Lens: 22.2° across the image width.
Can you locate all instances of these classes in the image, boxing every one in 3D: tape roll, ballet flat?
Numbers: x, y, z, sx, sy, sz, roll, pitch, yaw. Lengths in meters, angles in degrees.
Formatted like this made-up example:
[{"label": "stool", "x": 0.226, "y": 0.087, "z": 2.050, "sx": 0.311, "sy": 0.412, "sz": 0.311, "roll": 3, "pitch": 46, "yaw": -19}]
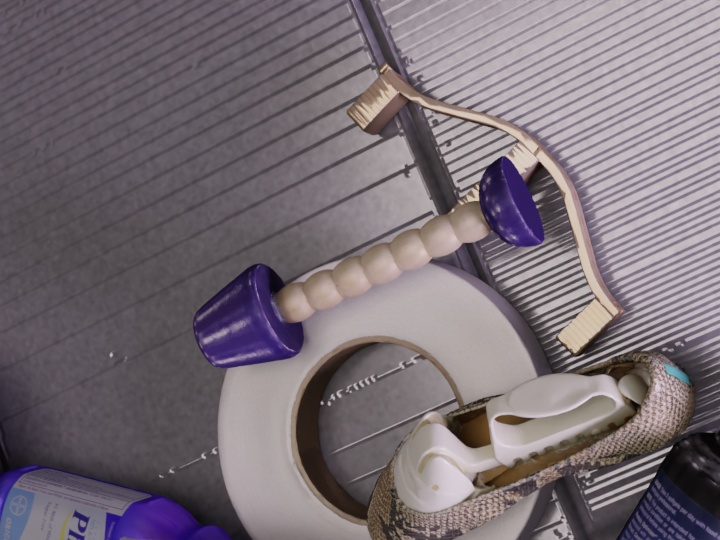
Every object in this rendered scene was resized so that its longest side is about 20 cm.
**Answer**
[{"label": "tape roll", "x": 0.015, "y": 0.092, "z": 1.044, "sx": 0.202, "sy": 0.037, "sz": 0.204, "roll": 0, "pitch": 90, "yaw": 20}, {"label": "ballet flat", "x": 0.076, "y": 0.088, "z": 0.961, "sx": 0.199, "sy": 0.075, "sz": 0.068, "roll": -25, "pitch": 59, "yaw": 19}]

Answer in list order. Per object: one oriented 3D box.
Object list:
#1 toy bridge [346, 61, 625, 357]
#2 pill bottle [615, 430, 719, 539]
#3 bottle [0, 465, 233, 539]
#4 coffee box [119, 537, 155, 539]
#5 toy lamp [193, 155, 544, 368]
[{"label": "toy bridge", "x": 0.077, "y": -0.046, "z": 1.028, "sx": 0.067, "sy": 0.027, "sz": 0.200, "roll": -45, "pitch": 75, "yaw": 12}, {"label": "pill bottle", "x": 0.186, "y": 0.155, "z": 0.940, "sx": 0.112, "sy": 0.112, "sz": 0.201, "roll": 32, "pitch": 101, "yaw": 18}, {"label": "bottle", "x": -0.134, "y": 0.171, "z": 1.069, "sx": 0.199, "sy": 0.065, "sz": 0.084, "roll": 11, "pitch": 99, "yaw": 28}, {"label": "coffee box", "x": -0.032, "y": 0.268, "z": 0.922, "sx": 0.199, "sy": 0.200, "sz": 0.199, "roll": 5, "pitch": 104, "yaw": -7}, {"label": "toy lamp", "x": 0.000, "y": 0.000, "z": 1.003, "sx": 0.199, "sy": 0.058, "sz": 0.058, "roll": -25, "pitch": 81, "yaw": 16}]
